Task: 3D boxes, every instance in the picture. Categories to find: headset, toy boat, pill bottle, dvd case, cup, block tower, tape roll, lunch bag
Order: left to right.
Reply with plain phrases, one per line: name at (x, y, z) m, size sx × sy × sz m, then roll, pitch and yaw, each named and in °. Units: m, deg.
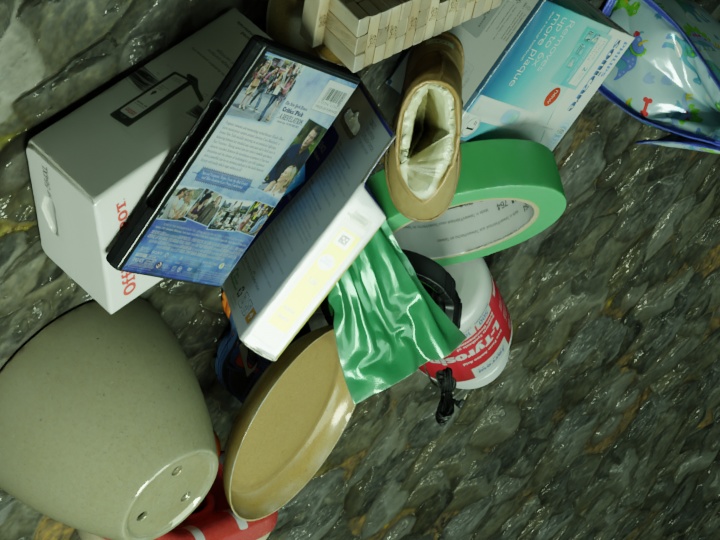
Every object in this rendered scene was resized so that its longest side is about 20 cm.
cup at (-0.201, 0.143, 1.718) m, size 0.200 × 0.143 × 0.200 m, roll -36°, pitch 153°, yaw -22°
toy boat at (-0.163, 0.194, 1.877) m, size 0.200 × 0.130 × 0.131 m, roll -18°, pitch 132°, yaw -46°
dvd case at (-0.092, -0.077, 1.528) m, size 0.200 × 0.018 × 0.143 m, roll -55°, pitch 153°, yaw 13°
headset at (0.040, 0.058, 1.900) m, size 0.123 × 0.094 × 0.200 m, roll -12°, pitch 141°, yaw 23°
block tower at (0.051, -0.214, 1.562) m, size 0.200 × 0.058 × 0.054 m, roll -26°, pitch 148°, yaw -29°
pill bottle at (0.090, 0.047, 2.064) m, size 0.112 × 0.112 × 0.200 m, roll -45°, pitch 154°, yaw -6°
tape roll at (0.085, -0.057, 1.872) m, size 0.200 × 0.048 × 0.200 m, roll -12°, pitch 162°, yaw -4°
lunch bag at (0.327, -0.176, 2.017) m, size 0.170 × 0.200 × 0.128 m, roll -1°, pitch 128°, yaw -57°

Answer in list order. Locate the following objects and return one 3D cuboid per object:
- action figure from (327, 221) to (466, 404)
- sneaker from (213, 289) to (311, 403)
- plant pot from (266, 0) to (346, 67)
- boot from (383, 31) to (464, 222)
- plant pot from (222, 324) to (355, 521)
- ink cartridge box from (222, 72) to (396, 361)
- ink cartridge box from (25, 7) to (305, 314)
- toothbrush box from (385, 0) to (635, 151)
action figure at (0.000, 0.000, 1.786) m, size 0.118 × 0.055 × 0.200 m, roll -31°, pitch 108°, yaw -19°
sneaker at (-0.083, 0.070, 1.871) m, size 0.075 × 0.078 × 0.200 m, roll -35°, pitch 151°, yaw -23°
plant pot at (0.015, -0.226, 1.603) m, size 0.200 × 0.027 × 0.200 m, roll -32°, pitch 151°, yaw -21°
boot at (0.049, -0.095, 1.657) m, size 0.200 × 0.066 × 0.175 m, roll -83°, pitch 175°, yaw -69°
plant pot at (-0.062, 0.130, 1.846) m, size 0.200 × 0.027 × 0.200 m, roll -45°, pitch 153°, yaw -30°
ink cartridge box at (-0.038, -0.051, 1.657) m, size 0.047 × 0.198 × 0.200 m, roll 36°, pitch 102°, yaw -22°
ink cartridge box at (-0.143, -0.081, 1.562) m, size 0.200 × 0.084 × 0.146 m, roll -37°, pitch 153°, yaw -24°
toothbrush box at (0.136, -0.187, 1.841) m, size 0.146 × 0.085 × 0.200 m, roll -54°, pitch 155°, yaw 14°
